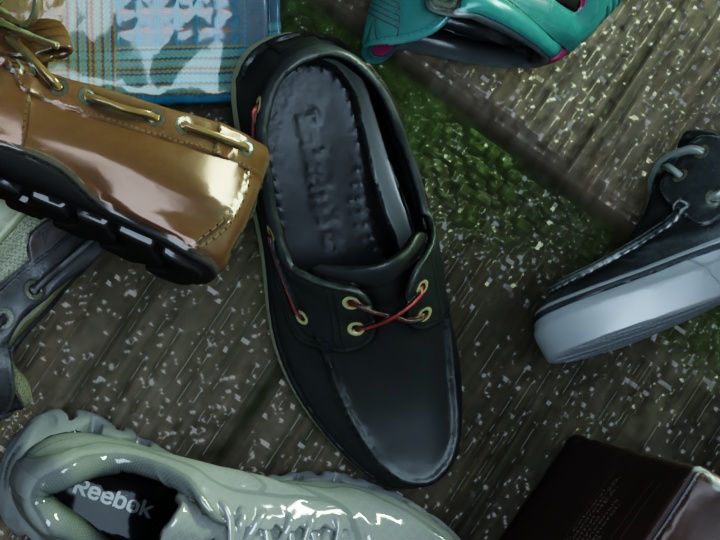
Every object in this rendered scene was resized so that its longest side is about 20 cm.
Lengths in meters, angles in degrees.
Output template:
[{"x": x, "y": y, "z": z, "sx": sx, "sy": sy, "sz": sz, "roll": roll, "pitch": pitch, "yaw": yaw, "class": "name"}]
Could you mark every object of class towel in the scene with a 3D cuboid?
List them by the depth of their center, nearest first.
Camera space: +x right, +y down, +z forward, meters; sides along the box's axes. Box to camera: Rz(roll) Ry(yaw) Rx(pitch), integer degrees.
[{"x": -0.130, "y": -0.140, "z": 1.015, "sx": 0.200, "sy": 0.022, "sz": 0.147, "roll": -2, "pitch": 90, "yaw": -8, "class": "towel"}]

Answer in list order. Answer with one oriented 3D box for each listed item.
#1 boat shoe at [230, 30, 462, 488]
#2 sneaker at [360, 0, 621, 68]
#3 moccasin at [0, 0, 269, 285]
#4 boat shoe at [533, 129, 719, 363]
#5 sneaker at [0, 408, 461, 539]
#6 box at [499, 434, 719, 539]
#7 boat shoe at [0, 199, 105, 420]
[{"x": -0.003, "y": 0.001, "z": 1.007, "sx": 0.074, "sy": 0.063, "sz": 0.202, "roll": -19, "pitch": 103, "yaw": -11, "class": "boat shoe"}, {"x": 0.021, "y": -0.148, "z": 1.010, "sx": 0.200, "sy": 0.084, "sz": 0.121, "roll": 32, "pitch": 76, "yaw": -8, "class": "sneaker"}, {"x": -0.130, "y": -0.067, "z": 0.937, "sx": 0.201, "sy": 0.074, "sz": 0.078, "roll": 23, "pitch": 74, "yaw": -6, "class": "moccasin"}, {"x": 0.152, "y": -0.026, "z": 1.040, "sx": 0.200, "sy": 0.072, "sz": 0.071, "roll": -26, "pitch": 85, "yaw": -18, "class": "boat shoe"}, {"x": -0.050, "y": 0.110, "z": 0.999, "sx": 0.200, "sy": 0.081, "sz": 0.075, "roll": 14, "pitch": 86, "yaw": -10, "class": "sneaker"}, {"x": 0.124, "y": 0.179, "z": 0.963, "sx": 0.166, "sy": 0.200, "sz": 0.164, "roll": 35, "pitch": 85, "yaw": -7, "class": "box"}, {"x": -0.159, "y": 0.034, "z": 0.985, "sx": 0.065, "sy": 0.073, "sz": 0.200, "roll": 34, "pitch": 85, "yaw": -2, "class": "boat shoe"}]
